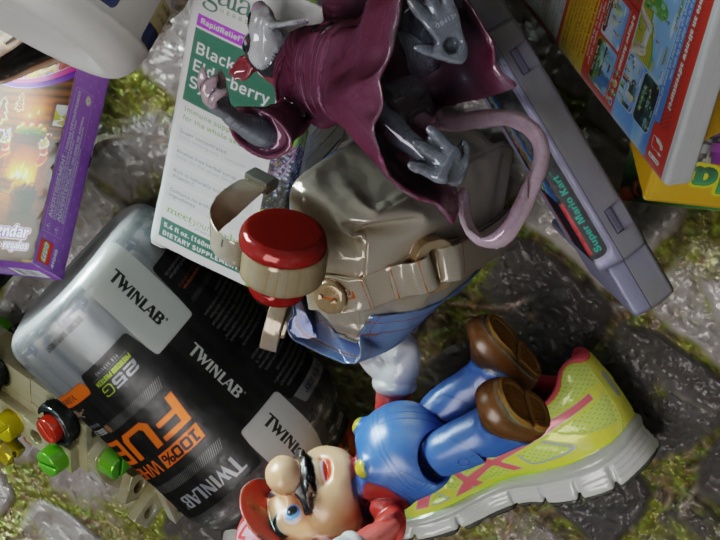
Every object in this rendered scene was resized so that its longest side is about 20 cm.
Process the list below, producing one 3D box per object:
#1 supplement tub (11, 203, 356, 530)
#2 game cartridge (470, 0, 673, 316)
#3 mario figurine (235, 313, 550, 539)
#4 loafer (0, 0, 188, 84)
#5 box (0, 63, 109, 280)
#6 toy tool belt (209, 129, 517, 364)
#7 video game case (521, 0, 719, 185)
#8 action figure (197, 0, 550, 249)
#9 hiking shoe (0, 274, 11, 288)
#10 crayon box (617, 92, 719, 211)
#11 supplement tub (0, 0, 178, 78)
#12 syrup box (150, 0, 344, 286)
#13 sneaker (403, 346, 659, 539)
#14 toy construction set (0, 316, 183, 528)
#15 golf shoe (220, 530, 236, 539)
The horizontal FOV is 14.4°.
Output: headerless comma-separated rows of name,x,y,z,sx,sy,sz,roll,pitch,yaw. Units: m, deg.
supplement tub,-0.098,0.067,1.688,0.200,0.123,0.122,43,131,-9
game cartridge,0.092,-0.074,1.498,0.038,0.130,0.201,-31,102,4
mario figurine,0.003,0.103,1.578,0.200,0.123,0.106,-38,89,21
loafer,-0.155,-0.135,1.567,0.072,0.063,0.200,18,171,-33
box,-0.252,-0.072,1.697,0.199,0.138,0.039,5,165,28
toy tool belt,0.000,0.000,1.546,0.124,0.200,0.123,27,128,26
video game case,0.127,-0.158,1.409,0.200,0.017,0.144,-122,35,-43
action figure,0.003,-0.104,1.441,0.149,0.134,0.200,35,168,-26
hiking shoe,-0.276,0.011,1.777,0.076,0.101,0.200,49,131,-5
crayon box,0.213,-0.095,1.422,0.126,0.051,0.201,5,128,-10
supplement tub,-0.128,-0.213,1.421,0.144,0.201,0.144,29,173,4
syrup box,-0.053,-0.096,1.592,0.078,0.081,0.201,24,130,14
sneaker,0.070,0.093,1.649,0.199,0.078,0.091,-18,108,26
toy construction set,-0.196,0.099,1.787,0.199,0.092,0.132,21,137,18
golf shoe,-0.029,0.237,1.755,0.078,0.094,0.200,-33,95,42
